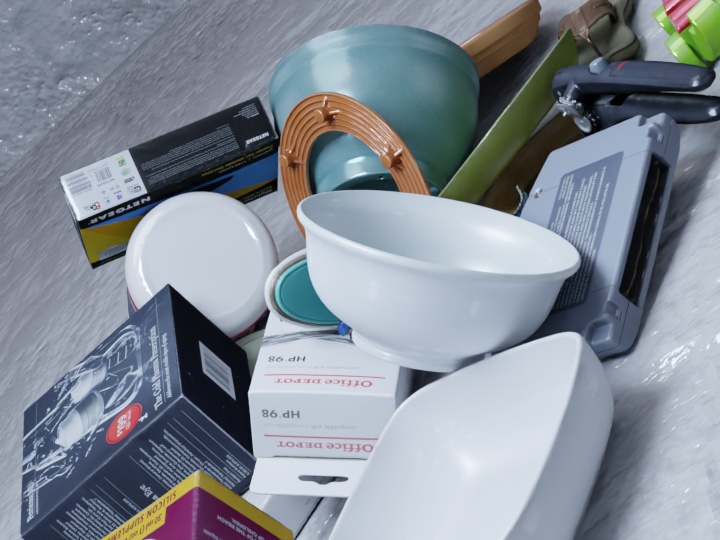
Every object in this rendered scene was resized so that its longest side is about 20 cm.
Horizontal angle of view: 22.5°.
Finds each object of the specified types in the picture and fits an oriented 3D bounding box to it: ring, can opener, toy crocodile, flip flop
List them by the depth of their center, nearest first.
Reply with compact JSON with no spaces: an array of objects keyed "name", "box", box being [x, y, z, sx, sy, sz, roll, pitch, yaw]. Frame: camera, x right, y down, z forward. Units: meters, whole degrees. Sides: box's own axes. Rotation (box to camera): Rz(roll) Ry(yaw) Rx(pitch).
[{"name":"can opener","box":[0.211,-0.139,1.380,0.079,0.063,0.200,-49,19,-11]},{"name":"toy crocodile","box":[0.273,-0.216,1.484,0.067,0.062,0.200,-40,20,17]},{"name":"ring","box":[-0.007,-0.058,1.568,0.019,0.201,0.200,-28,6,-35]},{"name":"flip flop","box":[0.209,-0.221,1.635,0.081,0.058,0.200,-35,22,29]}]

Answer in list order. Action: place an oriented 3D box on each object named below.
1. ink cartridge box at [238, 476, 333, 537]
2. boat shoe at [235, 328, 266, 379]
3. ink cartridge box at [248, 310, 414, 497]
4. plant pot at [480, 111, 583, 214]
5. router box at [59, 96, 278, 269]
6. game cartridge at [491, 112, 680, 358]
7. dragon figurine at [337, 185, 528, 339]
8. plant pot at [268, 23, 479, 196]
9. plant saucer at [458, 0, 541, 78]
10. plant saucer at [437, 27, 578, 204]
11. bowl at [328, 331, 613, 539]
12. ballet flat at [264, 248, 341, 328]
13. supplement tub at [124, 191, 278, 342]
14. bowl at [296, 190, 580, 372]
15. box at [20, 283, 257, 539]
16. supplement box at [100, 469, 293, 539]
[{"name":"ink cartridge box","box":[-0.107,0.200,1.481,0.176,0.045,0.200,-10,40,58]},{"name":"boat shoe","box":[-0.137,0.123,1.660,0.200,0.072,0.068,-45,10,3]},{"name":"ink cartridge box","box":[-0.020,0.088,1.406,0.115,0.067,0.200,1,32,6]},{"name":"plant pot","box":[0.173,-0.078,1.475,0.200,0.027,0.200,-40,20,17]},{"name":"router box","box":[-0.176,-0.081,1.699,0.199,0.051,0.149,-23,-14,-9]},{"name":"game cartridge","box":[0.160,-0.014,1.316,0.133,0.041,0.201,-26,38,51]},{"name":"dragon figurine","box":[0.064,-0.013,1.390,0.200,0.099,0.059,-54,25,-19]},{"name":"plant pot","box":[0.017,-0.113,1.665,0.200,0.200,0.135,-31,51,38]},{"name":"plant saucer","box":[0.099,-0.202,1.790,0.200,0.038,0.200,-33,4,3]},{"name":"plant saucer","box":[0.127,-0.119,1.542,0.200,0.031,0.200,-52,-1,-1]},{"name":"bowl","box":[0.077,0.147,1.158,0.200,0.075,0.200,-27,27,45]},{"name":"ballet flat","box":[0.000,0.000,1.427,0.199,0.070,0.069,-14,1,-31]},{"name":"supplement tub","box":[-0.151,0.019,1.705,0.141,0.140,0.200,-52,-5,-17]},{"name":"bowl","box":[0.047,0.013,1.262,0.201,0.200,0.091,-123,42,-70]},{"name":"box","box":[-0.185,0.142,1.512,0.182,0.104,0.200,-42,25,11]},{"name":"supplement box","box":[-0.123,0.263,1.248,0.131,0.103,0.201,-36,34,25]}]
